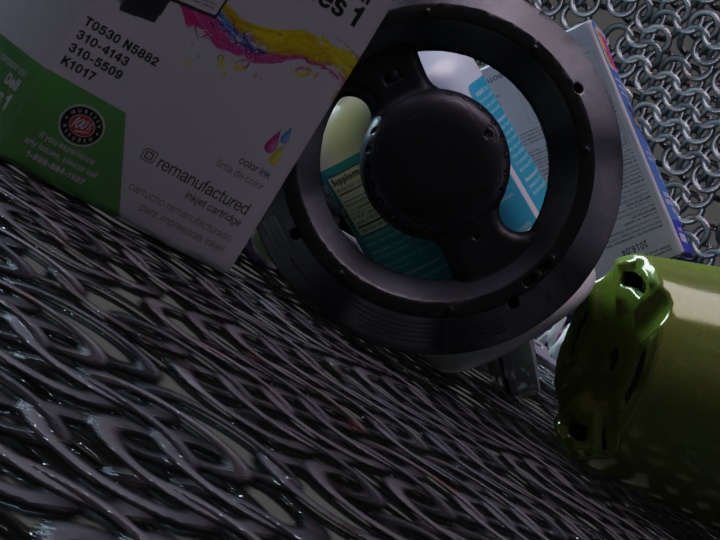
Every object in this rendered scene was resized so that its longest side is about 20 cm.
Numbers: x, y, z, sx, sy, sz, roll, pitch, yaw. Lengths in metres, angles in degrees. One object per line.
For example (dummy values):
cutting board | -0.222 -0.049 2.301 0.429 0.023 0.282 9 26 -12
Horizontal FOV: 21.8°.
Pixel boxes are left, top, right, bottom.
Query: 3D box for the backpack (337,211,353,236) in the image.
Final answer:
backpack | -0.052 -0.112 1.399 0.200 0.167 0.126 26 -12 -35

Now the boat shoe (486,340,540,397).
boat shoe | 0.058 -0.011 1.165 0.074 0.067 0.200 -69 143 -76

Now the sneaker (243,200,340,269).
sneaker | -0.054 -0.041 1.100 0.114 0.073 0.200 42 12 10

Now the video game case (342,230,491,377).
video game case | 0.000 0.000 1.253 0.200 0.022 0.182 31 5 -28

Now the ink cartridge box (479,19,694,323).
ink cartridge box | 0.134 -0.045 1.252 0.200 0.136 0.076 70 15 9

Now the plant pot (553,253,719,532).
plant pot | 0.219 0.076 1.077 0.190 0.200 0.200 17 9 -18

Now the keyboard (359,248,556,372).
keyboard | 0.077 0.033 1.252 0.200 0.011 0.056 29 12 -42

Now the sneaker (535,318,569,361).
sneaker | 0.151 0.046 1.394 0.200 0.073 0.114 33 8 11

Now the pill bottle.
pill bottle | 0.041 -0.051 1.063 0.200 0.111 0.111 60 2 -6

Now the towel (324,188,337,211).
towel | -0.038 -0.132 1.233 0.200 0.086 0.166 50 -12 -15

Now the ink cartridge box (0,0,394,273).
ink cartridge box | -0.080 -0.123 0.884 0.145 0.200 0.084 28 5 -37

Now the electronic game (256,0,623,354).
electronic game | 0.039 -0.056 0.985 0.200 0.200 0.042 32 -6 -1
